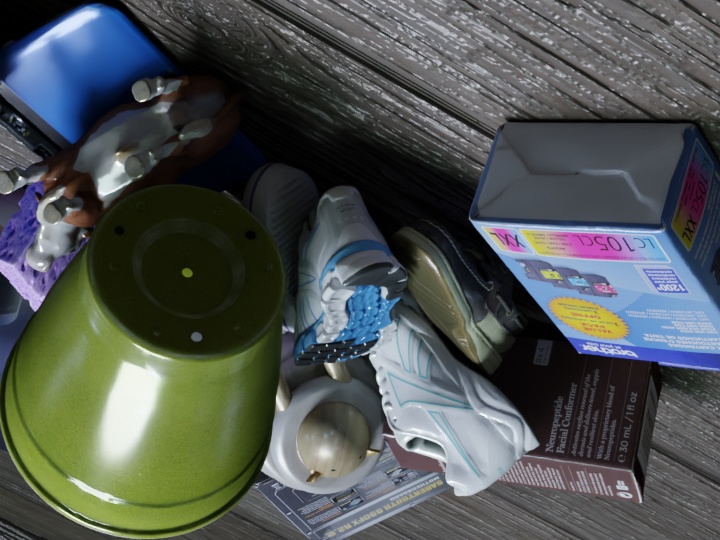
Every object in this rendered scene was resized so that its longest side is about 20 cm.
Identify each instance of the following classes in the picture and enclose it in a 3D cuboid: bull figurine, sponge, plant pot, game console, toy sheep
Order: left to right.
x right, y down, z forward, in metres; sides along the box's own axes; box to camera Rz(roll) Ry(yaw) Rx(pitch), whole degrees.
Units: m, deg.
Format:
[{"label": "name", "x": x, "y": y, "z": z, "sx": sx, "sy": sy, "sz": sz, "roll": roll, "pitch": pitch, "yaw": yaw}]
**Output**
[{"label": "sponge", "x": -0.240, "y": -0.009, "z": 1.319, "sx": 0.029, "sy": 0.113, "sz": 0.201, "roll": 16, "pitch": 157, "yaw": 18}, {"label": "game console", "x": -0.191, "y": -0.127, "z": 1.126, "sx": 0.200, "sy": 0.118, "sz": 0.171, "roll": 46, "pitch": 180, "yaw": -43}, {"label": "bull figurine", "x": -0.168, "y": -0.068, "z": 1.047, "sx": 0.065, "sy": 0.199, "sz": 0.121, "roll": 56, "pitch": -163, "yaw": 3}, {"label": "plant pot", "x": -0.134, "y": 0.048, "z": 1.049, "sx": 0.198, "sy": 0.202, "sz": 0.193, "roll": 24, "pitch": 144, "yaw": -3}, {"label": "toy sheep", "x": -0.042, "y": 0.107, "z": 1.259, "sx": 0.137, "sy": 0.139, "sz": 0.200, "roll": 32, "pitch": -174, "yaw": -22}]

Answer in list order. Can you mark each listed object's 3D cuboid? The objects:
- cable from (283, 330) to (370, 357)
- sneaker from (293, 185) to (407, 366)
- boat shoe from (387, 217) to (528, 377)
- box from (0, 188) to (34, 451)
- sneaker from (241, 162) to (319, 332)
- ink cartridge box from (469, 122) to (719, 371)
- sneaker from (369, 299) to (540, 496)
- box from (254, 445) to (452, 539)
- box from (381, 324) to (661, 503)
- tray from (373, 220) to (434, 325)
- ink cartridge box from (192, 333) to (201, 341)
[{"label": "cable", "x": -0.053, "y": 0.073, "z": 1.396, "sx": 0.096, "sy": 0.051, "sz": 0.199, "roll": 20, "pitch": 160, "yaw": -26}, {"label": "sneaker", "x": -0.014, "y": 0.003, "z": 1.100, "sx": 0.074, "sy": 0.088, "sz": 0.200, "roll": -12, "pitch": 159, "yaw": -16}, {"label": "boat shoe", "x": 0.075, "y": 0.008, "z": 1.111, "sx": 0.072, "sy": 0.066, "sz": 0.201, "roll": 40, "pitch": 171, "yaw": 30}, {"label": "box", "x": -0.357, "y": 0.022, "z": 1.389, "sx": 0.198, "sy": 0.200, "sz": 0.124, "roll": 20, "pitch": 156, "yaw": 5}, {"label": "sneaker", "x": -0.088, "y": -0.022, "z": 1.140, "sx": 0.113, "sy": 0.073, "sz": 0.201, "roll": 23, "pitch": 154, "yaw": 15}, {"label": "ink cartridge box", "x": 0.175, "y": -0.005, "z": 0.967, "sx": 0.135, "sy": 0.077, "sz": 0.200, "roll": 5, "pitch": 153, "yaw": 39}, {"label": "sneaker", "x": 0.040, "y": 0.083, "z": 1.167, "sx": 0.200, "sy": 0.080, "sz": 0.070, "roll": 44, "pitch": 178, "yaw": 28}, {"label": "box", "x": 0.017, "y": 0.160, "z": 1.386, "sx": 0.198, "sy": 0.049, "sz": 0.159, "roll": -26, "pitch": 145, "yaw": 8}, {"label": "box", "x": 0.126, "y": 0.108, "z": 1.211, "sx": 0.197, "sy": 0.101, "sz": 0.075, "roll": 5, "pitch": 154, "yaw": 21}, {"label": "tray", "x": 0.000, "y": 0.000, "z": 1.222, "sx": 0.106, "sy": 0.022, "sz": 0.200, "roll": 12, "pitch": 156, "yaw": 29}, {"label": "ink cartridge box", "x": -0.177, "y": 0.077, "z": 1.332, "sx": 0.083, "sy": 0.202, "sz": 0.145, "roll": 6, "pitch": 153, "yaw": 37}]
